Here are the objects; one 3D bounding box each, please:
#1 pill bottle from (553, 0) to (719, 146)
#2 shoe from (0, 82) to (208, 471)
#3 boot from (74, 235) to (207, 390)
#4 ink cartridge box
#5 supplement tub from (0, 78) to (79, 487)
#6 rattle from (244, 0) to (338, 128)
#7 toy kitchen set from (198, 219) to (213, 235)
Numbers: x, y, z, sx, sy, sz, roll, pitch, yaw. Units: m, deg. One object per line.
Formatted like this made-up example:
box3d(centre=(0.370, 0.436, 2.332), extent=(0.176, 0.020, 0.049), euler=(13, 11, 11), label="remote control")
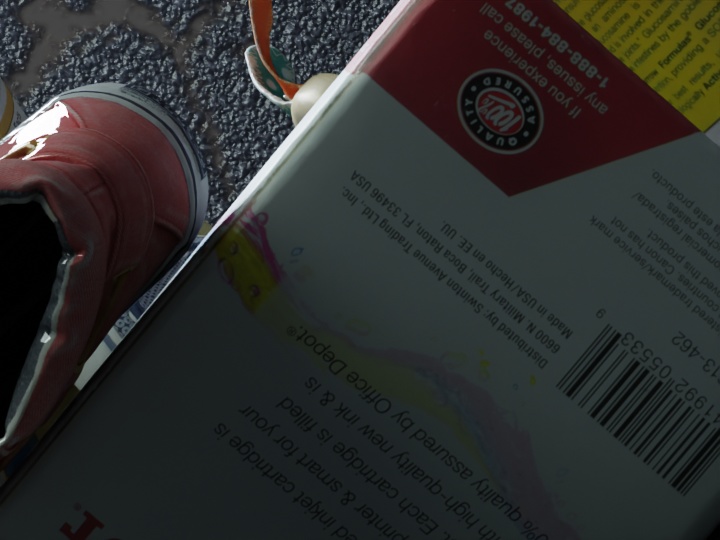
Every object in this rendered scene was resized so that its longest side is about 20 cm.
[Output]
box3d(centre=(0.097, -0.115, 0.915), extent=(0.113, 0.200, 0.112), euler=(-49, 4, 4), label="pill bottle")
box3d(centre=(-0.123, 0.035, 0.728), extent=(0.200, 0.072, 0.091), euler=(-44, 0, 21), label="shoe")
box3d(centre=(0.000, 0.000, 0.868), extent=(0.090, 0.073, 0.199), euler=(-45, -25, 28), label="boot")
box3d(centre=(0.016, 0.035, 0.762), extent=(0.200, 0.146, 0.083), euler=(-49, 5, 3), label="ink cartridge box")
box3d(centre=(-0.143, 0.017, 0.882), extent=(0.144, 0.201, 0.145), euler=(-27, 25, 14), label="supplement tub")
box3d(centre=(-0.017, -0.019, 1.374), extent=(0.143, 0.200, 0.130), euler=(-50, 3, -3), label="rattle")
box3d(centre=(-0.118, 0.080, 1.146), extent=(0.180, 0.200, 0.164), euler=(6, 63, 41), label="toy kitchen set")
